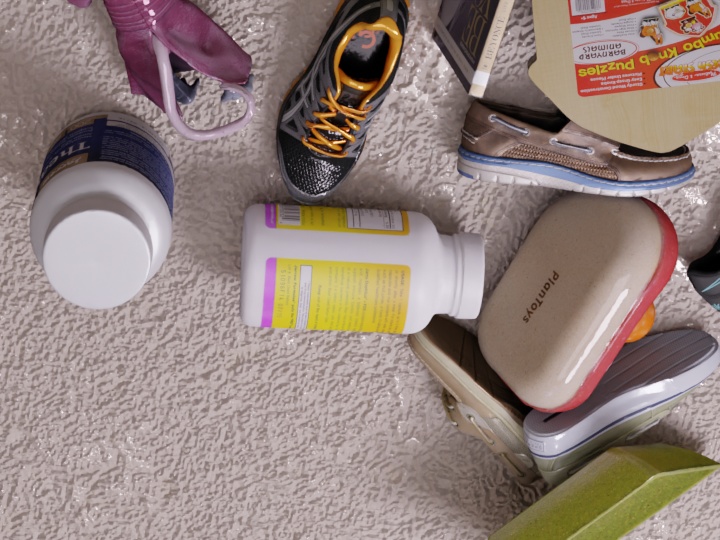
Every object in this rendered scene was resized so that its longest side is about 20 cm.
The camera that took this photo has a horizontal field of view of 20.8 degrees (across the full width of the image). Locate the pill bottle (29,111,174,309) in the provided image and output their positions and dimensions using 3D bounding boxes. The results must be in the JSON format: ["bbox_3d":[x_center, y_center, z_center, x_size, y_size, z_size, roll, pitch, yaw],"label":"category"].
[{"bbox_3d":[-0.205,-0.046,1.563,0.111,0.200,0.111,-2,113,-4],"label":"pill bottle"}]

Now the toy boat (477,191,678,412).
[{"bbox_3d":[0.203,0.027,1.681,0.131,0.131,0.200,14,115,-42],"label":"toy boat"}]

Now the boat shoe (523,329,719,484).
[{"bbox_3d":[0.229,0.116,1.715,0.200,0.072,0.062,-26,125,-16],"label":"boat shoe"}]

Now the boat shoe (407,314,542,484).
[{"bbox_3d":[0.104,0.117,1.725,0.065,0.072,0.200,-37,116,24],"label":"boat shoe"}]

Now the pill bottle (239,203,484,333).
[{"bbox_3d":[0.000,0.000,1.649,0.200,0.104,0.104,3,113,-5],"label":"pill bottle"}]

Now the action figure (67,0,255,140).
[{"bbox_3d":[-0.176,-0.204,1.536,0.134,0.149,0.200,-23,126,12],"label":"action figure"}]

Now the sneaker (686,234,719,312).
[{"bbox_3d":[0.362,-0.040,1.672,0.079,0.075,0.200,34,106,-14],"label":"sneaker"}]

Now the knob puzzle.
[{"bbox_3d":[0.227,-0.173,1.519,0.220,0.030,0.220,0,136,0],"label":"knob puzzle"}]

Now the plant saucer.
[{"bbox_3d":[0.200,0.211,1.722,0.200,0.200,0.048,-39,72,18],"label":"plant saucer"}]

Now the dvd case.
[{"bbox_3d":[0.104,-0.251,1.526,0.016,0.149,0.200,12,112,-15],"label":"dvd case"}]

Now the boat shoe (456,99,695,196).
[{"bbox_3d":[0.183,-0.107,1.633,0.200,0.072,0.072,2,111,-5],"label":"boat shoe"}]

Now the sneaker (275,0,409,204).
[{"bbox_3d":[-0.017,-0.141,1.604,0.078,0.077,0.200,16,112,-12],"label":"sneaker"}]
